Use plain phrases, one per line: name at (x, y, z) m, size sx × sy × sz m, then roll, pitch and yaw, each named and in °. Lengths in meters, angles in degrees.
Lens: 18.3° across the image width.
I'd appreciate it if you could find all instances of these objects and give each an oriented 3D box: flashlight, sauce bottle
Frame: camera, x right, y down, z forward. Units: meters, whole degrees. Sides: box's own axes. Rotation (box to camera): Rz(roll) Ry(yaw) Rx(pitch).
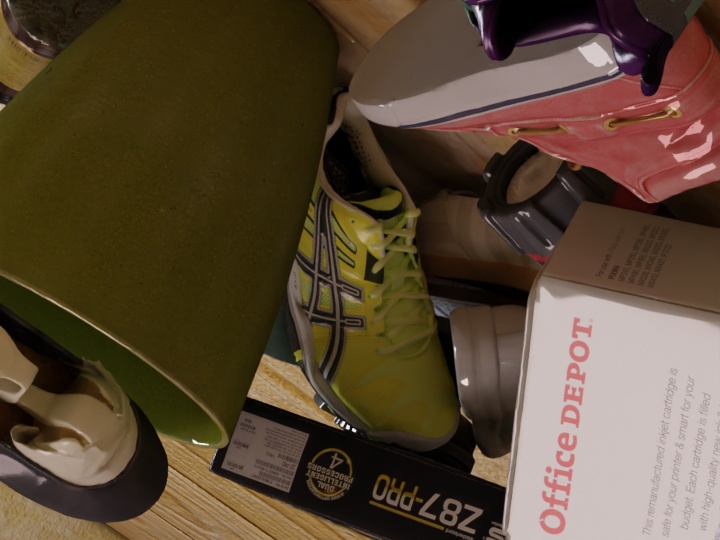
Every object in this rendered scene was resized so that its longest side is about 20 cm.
flashlight at (0.142, 0.010, 1.071) m, size 0.068 × 0.068 × 0.200 m, roll -28°, pitch 122°, yaw 32°
sauce bottle at (-0.180, -0.129, 1.231) m, size 0.065 × 0.065 × 0.200 m, roll 33°, pitch 163°, yaw -12°

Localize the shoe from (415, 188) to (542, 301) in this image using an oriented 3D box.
shoe at (0.075, -0.014, 1.179) m, size 0.070 × 0.054 × 0.200 m, roll 15°, pitch 180°, yaw -35°

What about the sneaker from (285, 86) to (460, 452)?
sneaker at (0.000, 0.000, 1.155) m, size 0.076 × 0.075 × 0.201 m, roll -26°, pitch 89°, yaw 57°

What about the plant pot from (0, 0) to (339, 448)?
plant pot at (-0.098, -0.048, 1.085) m, size 0.186 × 0.201 × 0.187 m, roll 27°, pitch 164°, yaw 8°

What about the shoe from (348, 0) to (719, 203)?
shoe at (0.079, -0.070, 0.933) m, size 0.091 × 0.072 × 0.200 m, roll 43°, pitch 156°, yaw -24°

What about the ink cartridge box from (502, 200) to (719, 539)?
ink cartridge box at (0.173, 0.065, 0.980) m, size 0.199 × 0.083 × 0.146 m, roll 13°, pitch 121°, yaw 14°

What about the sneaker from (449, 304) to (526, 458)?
sneaker at (0.099, 0.055, 1.178) m, size 0.088 × 0.076 × 0.200 m, roll -8°, pitch 172°, yaw 6°

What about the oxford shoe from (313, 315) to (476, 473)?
oxford shoe at (0.027, 0.063, 1.274) m, size 0.072 × 0.085 × 0.200 m, roll 30°, pitch -178°, yaw -19°

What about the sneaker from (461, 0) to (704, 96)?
sneaker at (0.036, -0.126, 0.805) m, size 0.199 × 0.088 × 0.074 m, roll 20°, pitch 162°, yaw 31°

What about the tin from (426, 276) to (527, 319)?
tin at (0.093, 0.027, 1.289) m, size 0.112 × 0.042 × 0.200 m, roll 44°, pitch 159°, yaw -31°

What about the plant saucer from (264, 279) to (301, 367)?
plant saucer at (-0.059, -0.025, 1.243) m, size 0.199 × 0.036 × 0.200 m, roll 30°, pitch -155°, yaw -15°

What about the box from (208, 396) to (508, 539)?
box at (0.044, 0.126, 1.145) m, size 0.199 × 0.049 × 0.161 m, roll 17°, pitch 174°, yaw 26°

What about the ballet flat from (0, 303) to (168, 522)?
ballet flat at (-0.154, 0.056, 1.012) m, size 0.200 × 0.073 × 0.073 m, roll 41°, pitch 161°, yaw -28°
